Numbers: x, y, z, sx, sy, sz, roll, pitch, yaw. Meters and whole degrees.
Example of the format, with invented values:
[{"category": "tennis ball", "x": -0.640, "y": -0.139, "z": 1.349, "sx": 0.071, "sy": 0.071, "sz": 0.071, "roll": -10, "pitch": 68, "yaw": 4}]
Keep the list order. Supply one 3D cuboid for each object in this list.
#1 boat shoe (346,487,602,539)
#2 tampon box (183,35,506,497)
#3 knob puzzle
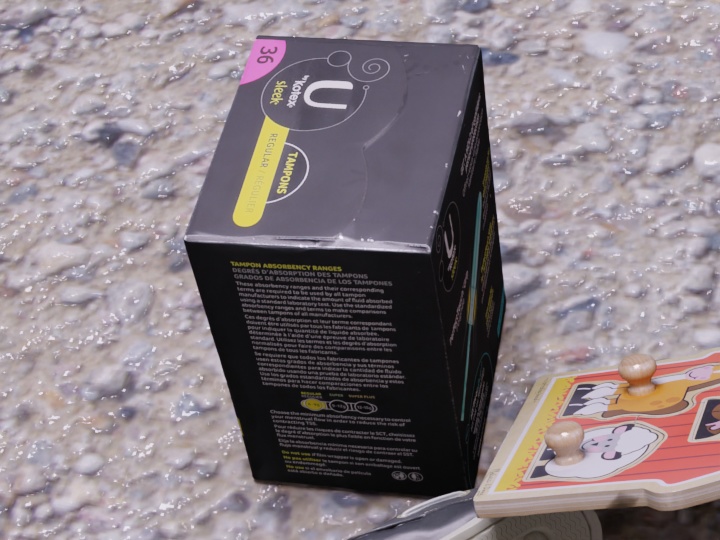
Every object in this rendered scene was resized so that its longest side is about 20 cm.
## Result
[{"category": "boat shoe", "x": 0.023, "y": 0.158, "z": 0.976, "sx": 0.199, "sy": 0.072, "sz": 0.068, "roll": -22, "pitch": 11, "yaw": -2}, {"category": "tampon box", "x": 0.000, "y": 0.000, "z": 1.019, "sx": 0.126, "sy": 0.200, "sz": 0.150, "roll": 3, "pitch": 48, "yaw": 13}, {"category": "knob puzzle", "x": 0.167, "y": 0.066, "z": 0.960, "sx": 0.219, "sy": 0.031, "sz": 0.220, "roll": -12, "pitch": 13, "yaw": 3}]
